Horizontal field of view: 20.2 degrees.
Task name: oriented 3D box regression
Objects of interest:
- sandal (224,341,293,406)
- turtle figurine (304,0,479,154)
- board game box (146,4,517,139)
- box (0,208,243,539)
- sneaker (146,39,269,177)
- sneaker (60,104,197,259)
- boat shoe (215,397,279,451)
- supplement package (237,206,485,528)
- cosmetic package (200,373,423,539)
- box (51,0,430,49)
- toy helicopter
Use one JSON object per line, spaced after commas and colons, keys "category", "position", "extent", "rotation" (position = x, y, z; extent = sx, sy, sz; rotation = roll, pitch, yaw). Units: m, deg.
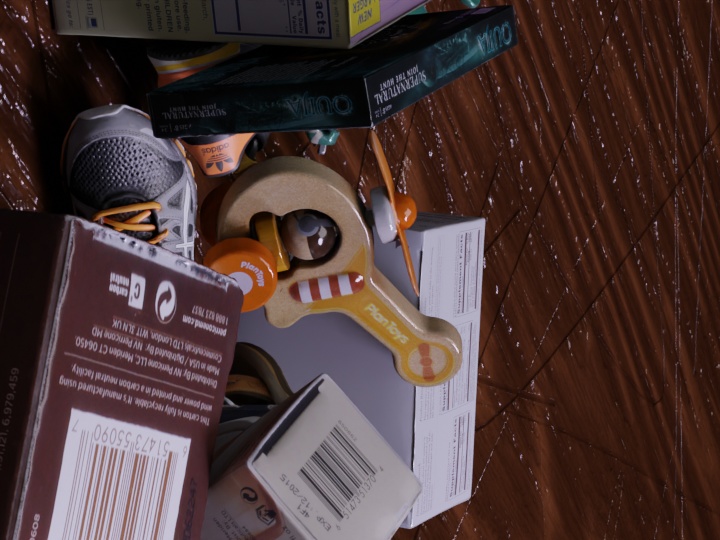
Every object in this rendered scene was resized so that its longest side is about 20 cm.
{"category": "sandal", "position": [-0.072, 0.101, 1.283], "extent": [0.054, 0.200, 0.081], "rotation": [-7, 110, -22]}
{"category": "turtle figurine", "position": [-0.014, -0.157, 1.343], "extent": [0.101, 0.199, 0.150], "rotation": [38, 58, -27]}
{"category": "board game box", "position": [-0.011, -0.112, 1.128], "extent": [0.200, 0.134, 0.028], "rotation": [-33, 118, -58]}
{"category": "box", "position": [-0.190, 0.061, 0.974], "extent": [0.166, 0.199, 0.166], "rotation": [25, 73, -63]}
{"category": "sneaker", "position": [-0.086, -0.107, 1.248], "extent": [0.200, 0.069, 0.091], "rotation": [-66, 145, -78]}
{"category": "sneaker", "position": [-0.130, -0.004, 1.199], "extent": [0.077, 0.078, 0.201], "rotation": [-96, 176, -59]}
{"category": "boat shoe", "position": [-0.083, 0.112, 1.212], "extent": [0.062, 0.200, 0.075], "rotation": [-9, 83, -37]}
{"category": "supplement package", "position": [-0.009, 0.060, 1.396], "extent": [0.111, 0.155, 0.202], "rotation": [-12, 106, -64]}
{"category": "cosmetic package", "position": [-0.075, 0.152, 1.083], "extent": [0.087, 0.200, 0.103], "rotation": [49, 34, -5]}
{"category": "box", "position": [-0.058, -0.203, 1.191], "extent": [0.176, 0.199, 0.097], "rotation": [-37, 128, -55]}
{"category": "toy helicopter", "position": [0.000, 0.000, 1.258], "extent": [0.200, 0.132, 0.079], "rotation": [42, 22, -28]}
